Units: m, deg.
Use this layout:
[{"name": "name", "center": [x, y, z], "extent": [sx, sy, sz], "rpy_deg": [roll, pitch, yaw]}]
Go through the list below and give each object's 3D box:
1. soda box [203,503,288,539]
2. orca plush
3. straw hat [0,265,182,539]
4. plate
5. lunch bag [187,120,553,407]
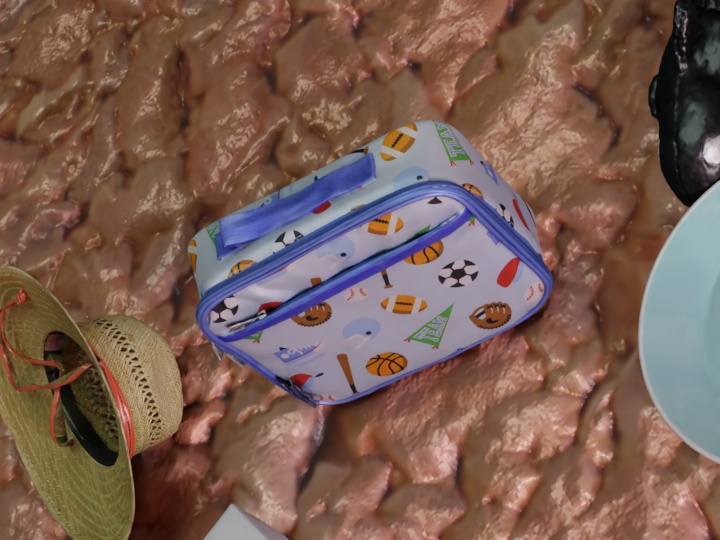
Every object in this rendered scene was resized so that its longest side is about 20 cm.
[{"name": "soda box", "center": [-0.024, 0.219, 1.260], "extent": [0.068, 0.064, 0.200], "rpy_deg": [-52, 47, 0]}, {"name": "orca plush", "center": [0.214, -0.140, 1.282], "extent": [0.105, 0.071, 0.201], "rpy_deg": [26, 82, 43]}, {"name": "straw hat", "center": [-0.163, 0.075, 1.429], "extent": [0.085, 0.202, 0.201], "rpy_deg": [-20, 37, -31]}, {"name": "plate", "center": [0.244, 0.021, 1.199], "extent": [0.199, 0.026, 0.201], "rpy_deg": [-18, 55, 27]}, {"name": "lunch bag", "center": [0.000, 0.000, 1.302], "extent": [0.199, 0.160, 0.076], "rpy_deg": [-27, 51, 21]}]
